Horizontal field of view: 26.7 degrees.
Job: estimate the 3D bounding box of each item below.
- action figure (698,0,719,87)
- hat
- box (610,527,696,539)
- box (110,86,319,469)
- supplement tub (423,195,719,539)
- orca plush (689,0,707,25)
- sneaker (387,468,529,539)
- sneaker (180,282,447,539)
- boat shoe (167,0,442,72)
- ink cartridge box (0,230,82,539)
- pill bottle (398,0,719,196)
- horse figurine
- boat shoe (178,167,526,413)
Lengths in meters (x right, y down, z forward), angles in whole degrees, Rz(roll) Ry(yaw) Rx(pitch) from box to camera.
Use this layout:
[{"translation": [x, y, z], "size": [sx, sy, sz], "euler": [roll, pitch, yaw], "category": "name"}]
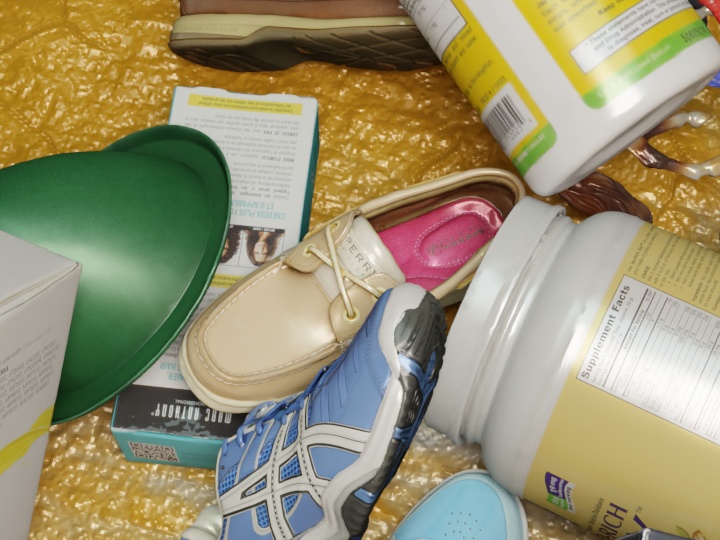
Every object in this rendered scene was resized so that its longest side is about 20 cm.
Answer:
[{"translation": [0.238, -0.092, 0.789], "size": [0.099, 0.065, 0.201], "euler": [-46, 115, -19], "category": "action figure"}, {"translation": [-0.188, -0.032, 0.725], "size": [0.200, 0.176, 0.166], "euler": [-44, 41, 7], "category": "hat"}, {"translation": [0.152, 0.187, 0.618], "size": [0.198, 0.148, 0.105], "euler": [16, 64, -20], "category": "box"}, {"translation": [-0.072, 0.002, 0.804], "size": [0.081, 0.049, 0.202], "euler": [5, 65, 4], "category": "box"}, {"translation": [0.144, 0.060, 0.718], "size": [0.198, 0.146, 0.146], "euler": [24, 67, 13], "category": "supplement tub"}, {"translation": [0.181, -0.226, 0.915], "size": [0.071, 0.105, 0.202], "euler": [-18, 68, 43], "category": "orca plush"}, {"translation": [0.021, 0.164, 0.681], "size": [0.079, 0.131, 0.201], "euler": [24, 67, 14], "category": "sneaker"}, {"translation": [-0.023, 0.085, 0.689], "size": [0.077, 0.201, 0.076], "euler": [31, 28, 7], "category": "sneaker"}, {"translation": [-0.014, -0.149, 0.833], "size": [0.198, 0.072, 0.068], "euler": [3, 83, 24], "category": "boat shoe"}, {"translation": [-0.221, 0.070, 0.694], "size": [0.144, 0.202, 0.083], "euler": [21, 24, 12], "category": "ink cartridge box"}, {"translation": [0.074, -0.147, 0.727], "size": [0.111, 0.111, 0.201], "euler": [-33, 84, -14], "category": "pill bottle"}, {"translation": [0.130, -0.117, 0.812], "size": [0.131, 0.050, 0.203], "euler": [5, 87, -4], "category": "horse figurine"}, {"translation": [0.000, 0.000, 0.746], "size": [0.199, 0.069, 0.074], "euler": [-29, 72, -27], "category": "boat shoe"}]
